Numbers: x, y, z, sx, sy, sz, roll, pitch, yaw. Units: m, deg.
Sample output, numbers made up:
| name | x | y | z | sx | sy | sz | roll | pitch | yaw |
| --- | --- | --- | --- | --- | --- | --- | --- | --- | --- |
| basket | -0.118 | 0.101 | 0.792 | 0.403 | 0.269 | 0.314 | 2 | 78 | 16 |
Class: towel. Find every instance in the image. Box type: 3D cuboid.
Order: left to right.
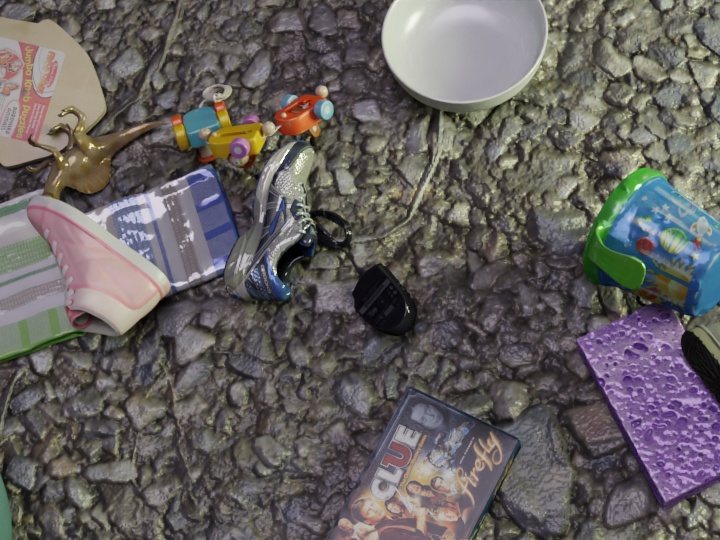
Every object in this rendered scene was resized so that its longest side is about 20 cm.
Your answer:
| name | x | y | z | sx | sy | sz | roll | pitch | yaw |
| --- | --- | --- | --- | --- | --- | --- | --- | --- | --- |
| towel | -0.414 | 0.007 | 1.573 | 0.148 | 0.031 | 0.201 | -20 | 64 | 0 |
| towel | -0.244 | -0.035 | 1.570 | 0.199 | 0.024 | 0.148 | -20 | 65 | -1 |

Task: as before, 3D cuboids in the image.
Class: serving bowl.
| name | x | y | z | sx | sy | sz | roll | pitch | yaw |
| --- | --- | --- | --- | --- | --- | --- | --- | --- | --- |
| serving bowl | 0.126 | -0.271 | 1.598 | 0.198 | 0.066 | 0.202 | -3 | 65 | 7 |

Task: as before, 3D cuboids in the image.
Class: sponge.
| name | x | y | z | sx | sy | sz | roll | pitch | yaw |
| --- | --- | --- | --- | --- | --- | --- | --- | --- | --- |
| sponge | 0.321 | 0.138 | 1.398 | 0.111 | 0.030 | 0.201 | -24 | 64 | -4 |

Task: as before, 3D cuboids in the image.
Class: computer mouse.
| name | x | y | z | sx | sy | sz | roll | pitch | yaw |
| --- | --- | --- | --- | --- | --- | --- | --- | --- | --- |
| computer mouse | 0.000 | 0.000 | 1.515 | 0.059 | 0.034 | 0.200 | -46 | 60 | 14 |

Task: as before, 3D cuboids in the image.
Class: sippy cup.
| name | x | y | z | sx | sy | sz | roll | pitch | yaw |
| --- | --- | --- | --- | --- | --- | --- | --- | --- | --- |
| sippy cup | 0.326 | -0.020 | 1.401 | 0.130 | 0.140 | 0.178 | 33 | 66 | 31 |

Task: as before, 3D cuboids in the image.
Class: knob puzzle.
| name | x | y | z | sx | sy | sz | roll | pitch | yaw |
| --- | --- | --- | --- | --- | --- | --- | --- | --- | --- |
| knob puzzle | -0.416 | -0.221 | 1.676 | 0.218 | 0.030 | 0.222 | 0 | 77 | 1 |

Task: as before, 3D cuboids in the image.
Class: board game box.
| name | x | y | z | sx | sy | sz | roll | pitch | yaw |
| --- | --- | --- | --- | --- | --- | --- | --- | --- | --- |
| board game box | 0.065 | 0.238 | 1.389 | 0.135 | 0.035 | 0.201 | 24 | 71 | 18 |

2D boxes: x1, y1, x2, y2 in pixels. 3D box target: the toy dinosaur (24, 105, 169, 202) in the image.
| name | x | y | z | sx | sy | sz | roll | pitch | yaw |
| --- | --- | --- | --- | --- | --- | --- | --- | --- | --- |
| toy dinosaur | -0.339 | -0.146 | 1.624 | 0.200 | 0.058 | 0.101 | -40 | 90 | -21 |

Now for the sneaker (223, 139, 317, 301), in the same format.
| name | x | y | z | sx | sy | sz | roll | pitch | yaw |
| --- | --- | --- | --- | --- | --- | --- | --- | --- | --- |
| sneaker | -0.081 | -0.052 | 1.522 | 0.085 | 0.077 | 0.201 | 13 | 77 | 23 |

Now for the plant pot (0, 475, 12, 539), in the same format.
| name | x | y | z | sx | sy | sz | roll | pitch | yaw |
| --- | --- | --- | --- | --- | --- | --- | --- | --- | --- |
| plant pot | -0.442 | 0.288 | 1.377 | 0.199 | 0.200 | 0.135 | -33 | 99 | -7 |

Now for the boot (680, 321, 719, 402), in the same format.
| name | x | y | z | sx | sy | sz | roll | pitch | yaw |
| --- | --- | --- | --- | --- | --- | --- | --- | --- | --- |
| boot | 0.457 | 0.086 | 1.373 | 0.199 | 0.073 | 0.183 | -21 | 65 | -18 |

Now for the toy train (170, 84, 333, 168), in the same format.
| name | x | y | z | sx | sy | sz | roll | pitch | yaw |
| --- | --- | --- | --- | --- | --- | --- | --- | --- | --- |
| toy train | -0.131 | -0.170 | 1.583 | 0.199 | 0.056 | 0.150 | 12 | 41 | 38 |

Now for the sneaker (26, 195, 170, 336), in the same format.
| name | x | y | z | sx | sy | sz | roll | pitch | yaw |
| --- | --- | --- | --- | --- | --- | --- | --- | --- | --- |
| sneaker | -0.324 | 0.000 | 1.509 | 0.200 | 0.075 | 0.105 | 33 | 69 | 13 |
